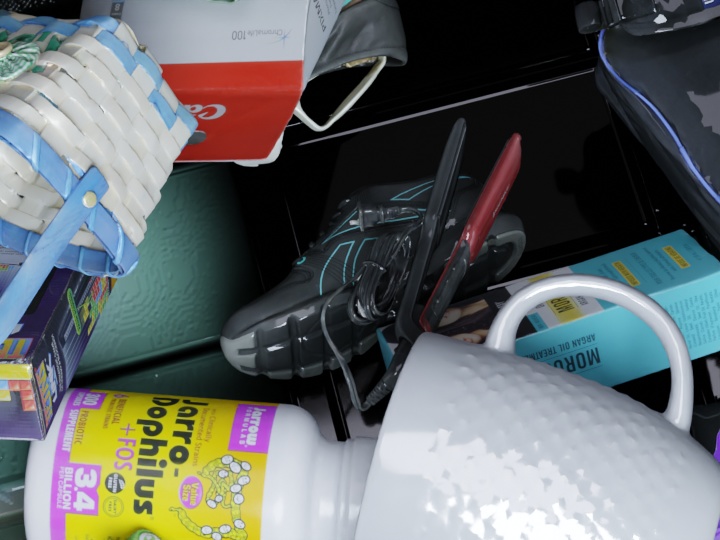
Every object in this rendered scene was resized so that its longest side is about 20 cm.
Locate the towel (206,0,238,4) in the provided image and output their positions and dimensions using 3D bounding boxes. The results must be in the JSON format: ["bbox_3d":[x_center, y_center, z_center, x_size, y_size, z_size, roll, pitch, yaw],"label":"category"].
[{"bbox_3d":[-0.084,-0.242,1.288,0.151,0.024,0.200,14,49,33],"label":"towel"}]

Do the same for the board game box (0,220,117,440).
[{"bbox_3d":[-0.257,0.026,1.181,0.198,0.057,0.166,2,34,10],"label":"board game box"}]

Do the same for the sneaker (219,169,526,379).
[{"bbox_3d":[0.000,0.000,1.234,0.198,0.076,0.080,-24,60,-16],"label":"sneaker"}]

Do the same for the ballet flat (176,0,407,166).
[{"bbox_3d":[-0.053,-0.109,1.272,0.199,0.068,0.069,-31,98,-11],"label":"ballet flat"}]

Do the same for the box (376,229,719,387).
[{"bbox_3d":[0.114,0.038,1.195,0.198,0.082,0.050,-18,111,-5],"label":"box"}]

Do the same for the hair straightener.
[{"bbox_3d":[0.027,-0.008,1.177,0.076,0.041,0.201,18,62,13],"label":"hair straightener"}]

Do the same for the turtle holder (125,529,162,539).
[{"bbox_3d":[-0.184,0.224,1.097,0.185,0.140,0.132,-43,69,33],"label":"turtle holder"}]

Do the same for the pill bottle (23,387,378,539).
[{"bbox_3d":[-0.086,0.125,1.164,0.198,0.104,0.105,4,69,3],"label":"pill bottle"}]

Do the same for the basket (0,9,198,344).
[{"bbox_3d":[-0.201,-0.044,1.108,0.175,0.139,0.201,9,62,44],"label":"basket"}]

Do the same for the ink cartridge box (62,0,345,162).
[{"bbox_3d":[-0.102,-0.145,1.236,0.158,0.048,0.201,1,42,21],"label":"ink cartridge box"}]

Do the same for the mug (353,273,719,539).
[{"bbox_3d":[0.105,0.101,1.071,0.174,0.148,0.202,15,85,10],"label":"mug"}]

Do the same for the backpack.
[{"bbox_3d":[0.255,-0.115,1.217,0.190,0.154,0.201,-35,78,-2],"label":"backpack"}]

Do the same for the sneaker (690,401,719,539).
[{"bbox_3d":[0.185,0.165,1.138,0.099,0.070,0.202,13,68,15],"label":"sneaker"}]
